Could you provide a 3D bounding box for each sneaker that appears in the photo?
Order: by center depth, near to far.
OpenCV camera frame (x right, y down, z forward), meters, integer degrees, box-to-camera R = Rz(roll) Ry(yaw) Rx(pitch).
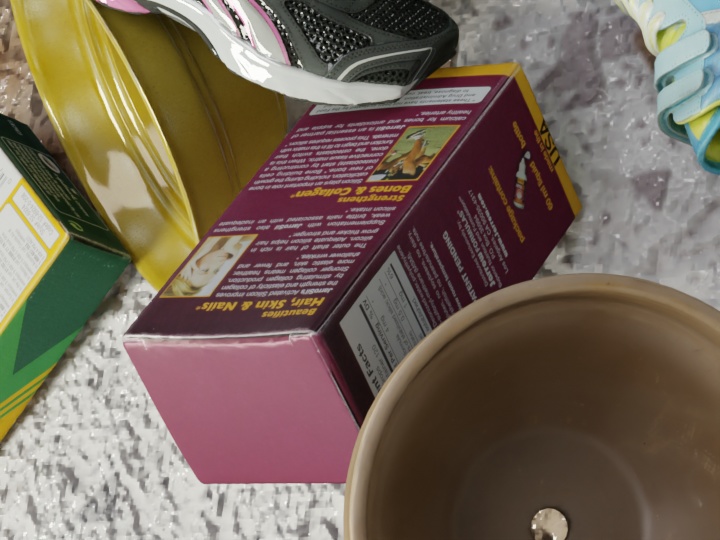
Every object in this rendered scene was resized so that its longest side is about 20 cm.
[{"bbox_3d":[0.137,-0.111,1.315,0.200,0.079,0.131,9,76,40],"label":"sneaker"},{"bbox_3d":[-0.049,-0.144,1.332,0.199,0.080,0.087,21,126,8],"label":"sneaker"}]

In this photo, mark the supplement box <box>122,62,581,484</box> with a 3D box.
[{"bbox_3d":[0.000,0.000,1.309,0.110,0.086,0.200,-2,36,37],"label":"supplement box"}]

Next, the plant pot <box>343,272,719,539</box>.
[{"bbox_3d":[0.089,0.106,1.228,0.200,0.093,0.202,1,82,-7],"label":"plant pot"}]

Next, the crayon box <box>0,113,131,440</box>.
[{"bbox_3d":[-0.219,0.029,1.544,0.200,0.052,0.126,-52,49,14],"label":"crayon box"}]

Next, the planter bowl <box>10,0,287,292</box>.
[{"bbox_3d":[-0.092,-0.087,1.450,0.083,0.201,0.200,-26,49,-17],"label":"planter bowl"}]
